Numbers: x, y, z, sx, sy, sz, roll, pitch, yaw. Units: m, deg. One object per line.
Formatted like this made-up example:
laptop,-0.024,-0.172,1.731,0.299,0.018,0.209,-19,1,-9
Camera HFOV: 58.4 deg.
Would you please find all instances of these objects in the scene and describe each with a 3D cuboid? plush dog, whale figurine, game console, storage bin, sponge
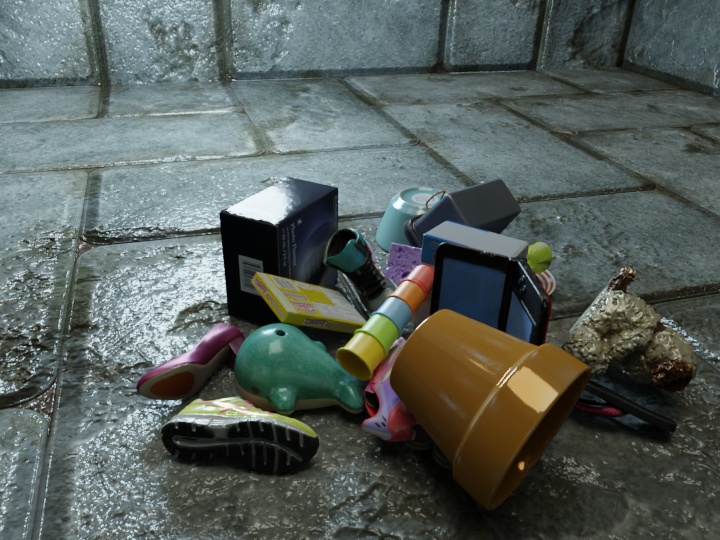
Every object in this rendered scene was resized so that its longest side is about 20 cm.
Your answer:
plush dog,0.413,0.104,0.949,0.172,0.161,0.200,38,17,16
whale figurine,-0.081,0.139,0.917,0.199,0.104,0.159,13,30,13
game console,0.171,0.084,0.900,0.118,0.201,0.173,-1,29,-5
storage bin,0.202,-0.105,1.244,0.200,0.134,0.146,-19,72,-36
sponge,0.137,0.024,1.129,0.199,0.112,0.030,12,-4,25

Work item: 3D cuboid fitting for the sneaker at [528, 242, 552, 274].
sneaker,0.264,0.000,1.202,0.200,0.076,0.105,-20,17,-35

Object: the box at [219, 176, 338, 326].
box,-0.133,-0.036,1.132,0.123,0.201,0.198,15,31,23

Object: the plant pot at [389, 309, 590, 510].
plant pot,0.142,0.148,0.779,0.183,0.201,0.200,35,41,27

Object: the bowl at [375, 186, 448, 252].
bowl,0.134,-0.112,1.392,0.200,0.105,0.201,1,29,-1

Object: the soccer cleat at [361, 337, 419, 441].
soccer cleat,0.037,0.155,0.898,0.076,0.067,0.200,9,32,-7

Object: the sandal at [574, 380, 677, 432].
sandal,0.339,0.188,0.906,0.199,0.045,0.075,26,6,14

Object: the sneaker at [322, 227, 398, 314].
sneaker,0.000,0.000,1.110,0.121,0.084,0.200,34,21,-54

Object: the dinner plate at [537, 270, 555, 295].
dinner plate,0.273,0.019,1.243,0.199,0.024,0.200,2,29,-1

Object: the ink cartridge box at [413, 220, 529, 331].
ink cartridge box,0.170,0.041,1.014,0.146,0.201,0.084,19,30,27

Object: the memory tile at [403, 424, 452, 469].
memory tile,0.123,0.194,0.920,0.153,0.017,0.200,20,33,30

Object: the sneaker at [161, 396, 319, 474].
sneaker,-0.148,0.199,0.833,0.199,0.078,0.090,8,22,6

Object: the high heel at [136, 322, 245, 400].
high heel,-0.254,0.131,0.956,0.096,0.068,0.200,37,28,32

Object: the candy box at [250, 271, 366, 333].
candy box,-0.076,0.056,1.034,0.200,0.026,0.102,16,26,-50

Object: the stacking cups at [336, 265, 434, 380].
stacking cups,0.045,0.070,0.932,0.060,0.061,0.200,19,48,29
